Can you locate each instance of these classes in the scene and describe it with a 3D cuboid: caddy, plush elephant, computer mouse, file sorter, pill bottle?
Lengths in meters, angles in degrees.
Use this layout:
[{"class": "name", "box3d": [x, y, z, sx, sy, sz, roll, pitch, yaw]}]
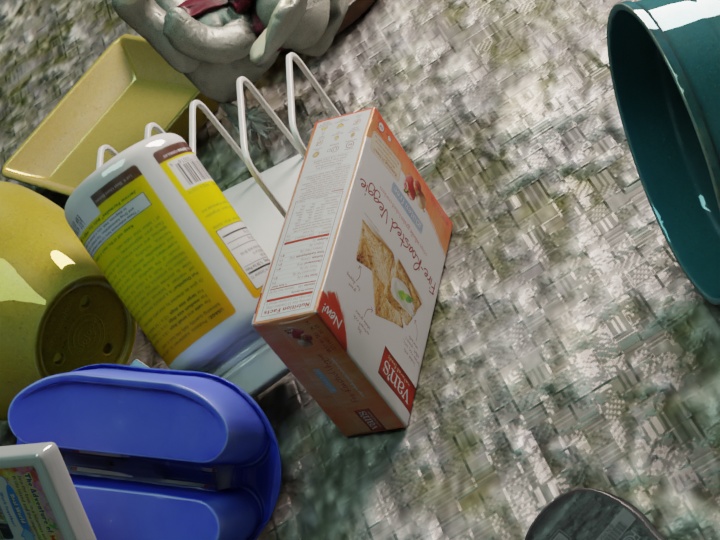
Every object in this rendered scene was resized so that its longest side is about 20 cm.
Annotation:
[{"class": "caddy", "box3d": [-0.157, 0.139, 1.108, 0.199, 0.105, 0.142, 5, 88, 12]}, {"class": "plush elephant", "box3d": [-0.099, -0.230, 1.411, 0.155, 0.200, 0.165, -40, -1, 14]}, {"class": "computer mouse", "box3d": [0.155, 0.215, 0.876, 0.200, 0.046, 0.141, 27, 74, 45]}, {"class": "file sorter", "box3d": [-0.106, -0.070, 1.312, 0.200, 0.125, 0.139, -24, 39, 16]}, {"class": "pill bottle", "box3d": [-0.126, 0.004, 1.185, 0.109, 0.200, 0.109, -35, -4, -3]}]

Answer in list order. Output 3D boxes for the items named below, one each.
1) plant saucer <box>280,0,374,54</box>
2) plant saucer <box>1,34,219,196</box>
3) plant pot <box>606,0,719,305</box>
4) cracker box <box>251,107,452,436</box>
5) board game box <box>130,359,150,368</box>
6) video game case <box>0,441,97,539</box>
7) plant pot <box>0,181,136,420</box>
[{"class": "plant saucer", "box3d": [-0.047, -0.280, 1.560, 0.200, 0.035, 0.201, -21, 40, 19]}, {"class": "plant saucer", "box3d": [-0.230, -0.138, 1.545, 0.200, 0.048, 0.200, 16, 62, 47]}, {"class": "plant pot", "box3d": [0.279, -0.104, 0.997, 0.187, 0.200, 0.200, -20, 38, -1]}, {"class": "cracker box", "box3d": [0.000, 0.000, 1.144, 0.058, 0.134, 0.200, -11, 45, 29]}, {"class": "board game box", "box3d": [-0.197, 0.170, 1.205, 0.200, 0.034, 0.134, -49, 39, -14]}, {"class": "video game case", "box3d": [-0.241, 0.213, 1.071, 0.182, 0.201, 0.024, -8, 19, 32]}, {"class": "plant pot", "box3d": [-0.265, 0.039, 1.272, 0.142, 0.200, 0.200, 16, 61, 40]}]
